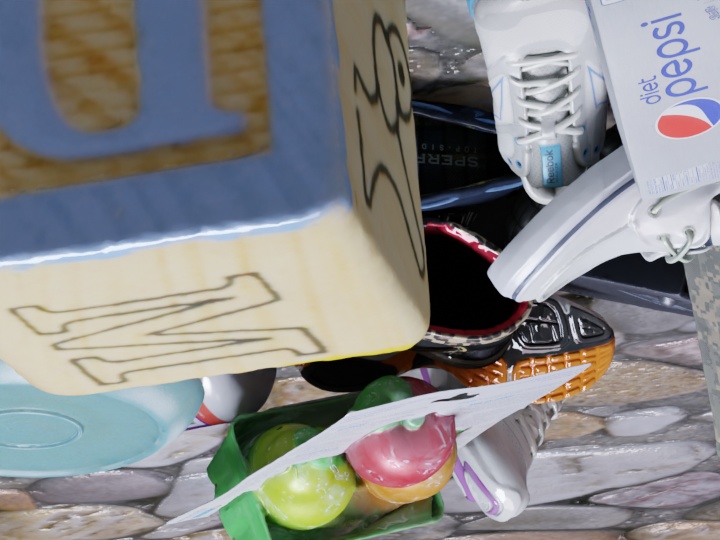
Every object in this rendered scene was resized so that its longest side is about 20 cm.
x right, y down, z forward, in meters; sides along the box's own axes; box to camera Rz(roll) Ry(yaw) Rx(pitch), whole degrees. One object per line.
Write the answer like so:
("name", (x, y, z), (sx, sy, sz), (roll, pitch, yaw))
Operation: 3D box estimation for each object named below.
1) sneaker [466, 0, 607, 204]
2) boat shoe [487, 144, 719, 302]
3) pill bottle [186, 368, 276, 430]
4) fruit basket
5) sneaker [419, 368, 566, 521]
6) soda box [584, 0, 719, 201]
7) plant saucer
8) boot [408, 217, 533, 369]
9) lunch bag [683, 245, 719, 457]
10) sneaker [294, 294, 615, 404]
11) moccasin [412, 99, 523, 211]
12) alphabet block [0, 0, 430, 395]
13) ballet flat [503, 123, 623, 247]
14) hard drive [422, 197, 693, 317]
("sneaker", (0.096, -0.089, 1.451), (0.075, 0.087, 0.200), (-6, 161, 7))
("boat shoe", (0.157, -0.037, 1.459), (0.200, 0.067, 0.074), (-38, 170, 8))
("pill bottle", (-0.158, 0.050, 1.765), (0.200, 0.113, 0.112), (-11, 161, 21))
("fruit basket", (0.007, 0.096, 1.700), (0.185, 0.094, 0.200), (-10, 158, -38))
("sneaker", (0.091, 0.078, 1.855), (0.099, 0.200, 0.075), (-20, 123, 5))
("soda box", (0.137, -0.114, 1.342), (0.063, 0.068, 0.200), (-16, 150, 5))
("plant saucer", (-0.187, 0.079, 1.653), (0.200, 0.027, 0.200), (-1, 158, 0))
("boot", (0.000, 0.000, 1.616), (0.200, 0.073, 0.151), (22, 173, -4))
("lunch bag", (0.279, 0.004, 1.562), (0.200, 0.164, 0.118), (-28, -152, -29))
("sneaker", (0.058, 0.030, 1.823), (0.200, 0.076, 0.092), (4, -159, 2))
("moccasin", (0.010, -0.067, 1.524), (0.200, 0.081, 0.068), (-8, -179, -35))
("alphabet block", (-0.085, -0.069, 1.297), (0.196, 0.196, 0.200), (-6, 161, 11))
("ballet flat", (0.146, -0.068, 1.544), (0.066, 0.057, 0.200), (23, 128, -41))
("hard drive", (0.138, -0.005, 1.683), (0.200, 0.042, 0.135), (11, 176, 41))
